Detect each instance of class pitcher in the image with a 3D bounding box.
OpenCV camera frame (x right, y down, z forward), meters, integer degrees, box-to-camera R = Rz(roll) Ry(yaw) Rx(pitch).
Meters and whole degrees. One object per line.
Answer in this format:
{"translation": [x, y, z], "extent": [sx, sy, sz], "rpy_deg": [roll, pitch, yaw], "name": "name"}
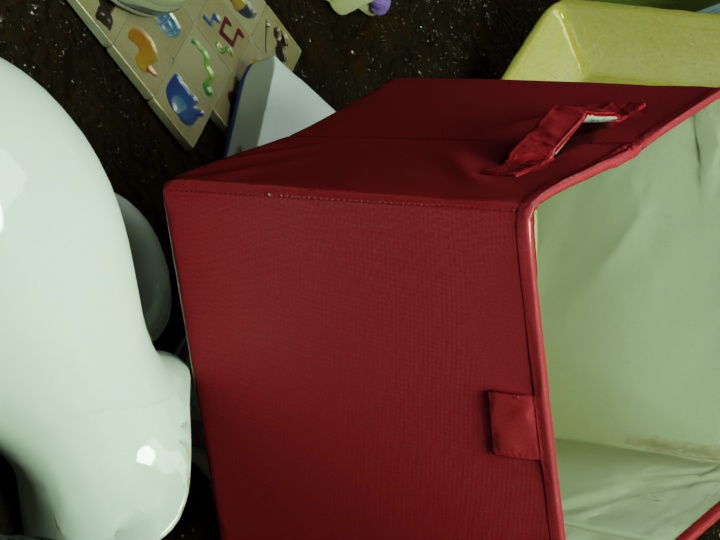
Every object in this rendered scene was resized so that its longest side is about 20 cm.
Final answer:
{"translation": [-0.137, -0.008, 0.879], "extent": [0.200, 0.121, 0.172], "rpy_deg": [58, 23, -35], "name": "pitcher"}

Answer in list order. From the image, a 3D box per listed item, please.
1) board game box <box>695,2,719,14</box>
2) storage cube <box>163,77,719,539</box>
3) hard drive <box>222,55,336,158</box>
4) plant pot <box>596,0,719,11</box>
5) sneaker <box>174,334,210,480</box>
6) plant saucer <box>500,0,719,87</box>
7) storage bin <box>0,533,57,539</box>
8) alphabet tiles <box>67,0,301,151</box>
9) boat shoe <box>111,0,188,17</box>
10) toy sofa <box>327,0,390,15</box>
{"translation": [0.202, -0.062, 1.342], "extent": [0.043, 0.199, 0.200], "rpy_deg": [40, 41, -44], "name": "board game box"}
{"translation": [0.048, 0.028, 0.930], "extent": [0.171, 0.179, 0.201], "rpy_deg": [-29, 118, -48], "name": "storage cube"}
{"translation": [0.000, 0.000, 1.152], "extent": [0.200, 0.025, 0.132], "rpy_deg": [41, 46, -37], "name": "hard drive"}
{"translation": [0.265, -0.218, 1.536], "extent": [0.187, 0.199, 0.188], "rpy_deg": [35, 44, -42], "name": "plant pot"}
{"translation": [-0.028, 0.020, 1.047], "extent": [0.201, 0.075, 0.100], "rpy_deg": [-63, 146, -27], "name": "sneaker"}
{"translation": [0.161, -0.066, 1.267], "extent": [0.200, 0.199, 0.049], "rpy_deg": [-57, 142, -34], "name": "plant saucer"}
{"translation": [-0.153, 0.189, 0.701], "extent": [0.094, 0.135, 0.201], "rpy_deg": [18, 57, -52], "name": "storage bin"}
{"translation": [-0.100, -0.157, 1.123], "extent": [0.200, 0.008, 0.168], "rpy_deg": [53, 34, -25], "name": "alphabet tiles"}
{"translation": [-0.127, -0.180, 1.019], "extent": [0.200, 0.072, 0.076], "rpy_deg": [18, 57, -52], "name": "boat shoe"}
{"translation": [-0.002, -0.249, 1.257], "extent": [0.097, 0.083, 0.201], "rpy_deg": [17, 57, -51], "name": "toy sofa"}
